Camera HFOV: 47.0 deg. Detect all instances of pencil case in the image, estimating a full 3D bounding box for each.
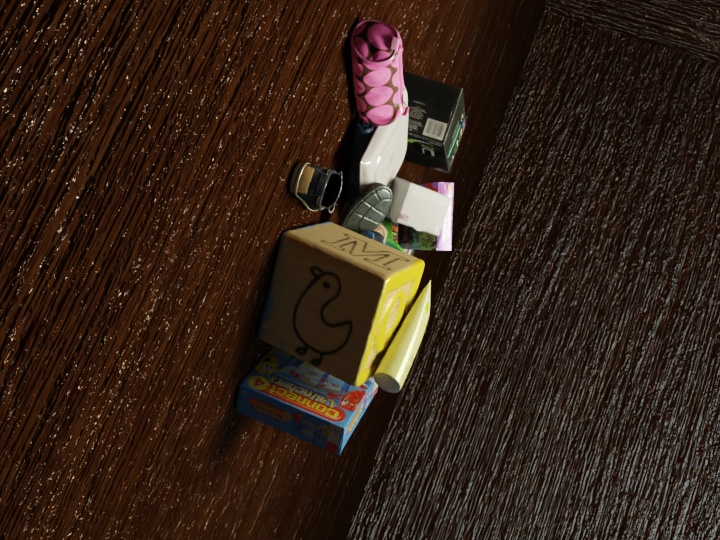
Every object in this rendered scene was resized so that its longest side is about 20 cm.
[{"bbox_3d":[0.034,-0.329,1.395,0.201,0.092,0.093,75,36,-68],"label":"pencil case"}]

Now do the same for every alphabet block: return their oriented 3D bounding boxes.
[{"bbox_3d":[-0.030,0.049,1.393,0.196,0.196,0.200,-23,131,-64],"label":"alphabet block"}]

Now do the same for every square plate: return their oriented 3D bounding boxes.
[{"bbox_3d":[0.049,-0.215,1.562,0.200,0.028,0.203,86,27,-60],"label":"square plate"}]

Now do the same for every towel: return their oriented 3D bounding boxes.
[{"bbox_3d":[0.009,-0.213,1.568,0.112,0.048,0.203,-58,163,-44],"label":"towel"}]

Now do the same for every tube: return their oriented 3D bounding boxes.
[{"bbox_3d":[0.084,0.113,1.406,0.058,0.052,0.202,-29,-156,49],"label":"tube"}]

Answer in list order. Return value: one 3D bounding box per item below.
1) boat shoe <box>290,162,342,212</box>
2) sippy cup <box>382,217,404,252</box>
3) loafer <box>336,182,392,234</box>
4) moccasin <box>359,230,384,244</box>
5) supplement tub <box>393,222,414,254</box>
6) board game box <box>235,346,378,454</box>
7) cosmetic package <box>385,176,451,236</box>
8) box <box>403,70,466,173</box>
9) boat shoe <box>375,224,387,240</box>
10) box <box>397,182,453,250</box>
[{"bbox_3d":[-0.060,-0.132,1.354,0.200,0.061,0.076,13,95,-79],"label":"boat shoe"},{"bbox_3d":[0.037,-0.022,1.801,0.177,0.140,0.131,-42,-167,13],"label":"sippy cup"},{"bbox_3d":[-0.019,-0.083,1.524,0.071,0.063,0.202,27,104,-36],"label":"loafer"},{"bbox_3d":[0.018,0.030,1.516,0.068,0.079,0.205,-15,123,-57],"label":"moccasin"},{"bbox_3d":[0.072,-0.038,1.978,0.107,0.105,0.205,26,83,-78],"label":"supplement tub"},{"bbox_3d":[-0.086,0.204,1.431,0.196,0.196,0.057,-50,156,-59],"label":"board game box"},{"bbox_3d":[0.090,-0.140,1.684,0.199,0.105,0.092,28,-80,63],"label":"cosmetic package"},{"bbox_3d":[0.136,-0.309,1.746,0.200,0.145,0.127,49,61,-76],"label":"box"},{"bbox_3d":[0.000,0.000,1.596,0.075,0.073,0.203,38,73,-30],"label":"boat shoe"},{"bbox_3d":[0.136,-0.113,1.770,0.199,0.038,0.141,-172,-96,-68],"label":"box"}]
